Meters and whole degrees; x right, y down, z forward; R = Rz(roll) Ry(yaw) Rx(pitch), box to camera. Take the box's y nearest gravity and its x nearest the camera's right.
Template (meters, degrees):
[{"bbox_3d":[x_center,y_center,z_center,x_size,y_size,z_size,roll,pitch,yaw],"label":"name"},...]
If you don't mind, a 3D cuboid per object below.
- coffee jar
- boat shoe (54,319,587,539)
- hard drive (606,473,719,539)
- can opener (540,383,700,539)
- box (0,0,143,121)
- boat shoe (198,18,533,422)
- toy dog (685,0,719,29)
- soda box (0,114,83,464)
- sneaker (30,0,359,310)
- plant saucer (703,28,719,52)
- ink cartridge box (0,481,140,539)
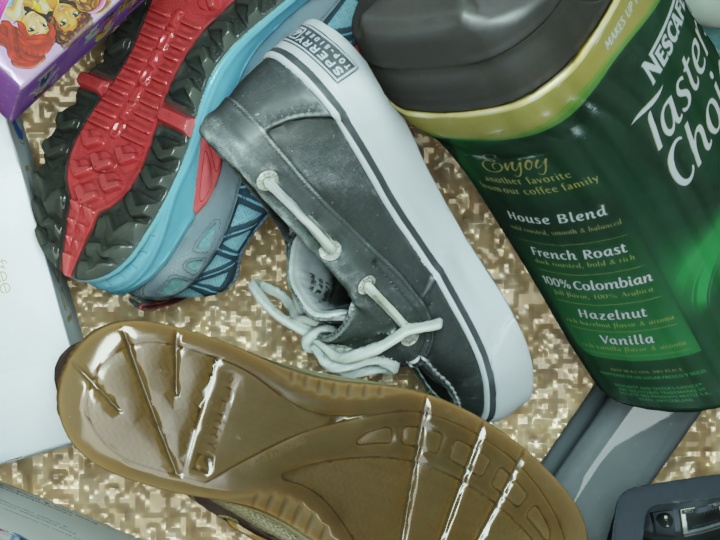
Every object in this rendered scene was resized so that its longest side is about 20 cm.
[{"bbox_3d":[0.081,-0.049,0.833,0.200,0.085,0.104,51,55,-36],"label":"coffee jar"},{"bbox_3d":[-0.016,0.069,0.878,0.200,0.072,0.072,20,85,-14],"label":"boat shoe"},{"bbox_3d":[0.184,0.111,0.918,0.200,0.135,0.042,-3,63,-2],"label":"hard drive"},{"bbox_3d":[0.139,0.025,0.940,0.066,0.053,0.200,38,92,-8],"label":"can opener"},{"bbox_3d":[-0.092,-0.165,0.822,0.137,0.039,0.200,44,70,0],"label":"box"},{"bbox_3d":[0.002,0.001,0.876,0.068,0.074,0.199,-41,142,-10],"label":"boat shoe"},{"bbox_3d":[0.126,-0.166,0.863,0.132,0.096,0.200,-18,96,-3],"label":"toy dog"},{"bbox_3d":[-0.150,-0.030,0.905,0.064,0.068,0.200,-16,96,-2],"label":"soda box"},{"bbox_3d":[-0.038,-0.077,0.894,0.079,0.096,0.200,36,94,36],"label":"sneaker"},{"bbox_3d":[0.079,-0.163,0.926,0.200,0.036,0.200,0,95,-4],"label":"plant saucer"},{"bbox_3d":[-0.147,0.161,0.857,0.145,0.200,0.147,23,94,-6],"label":"ink cartridge box"}]
